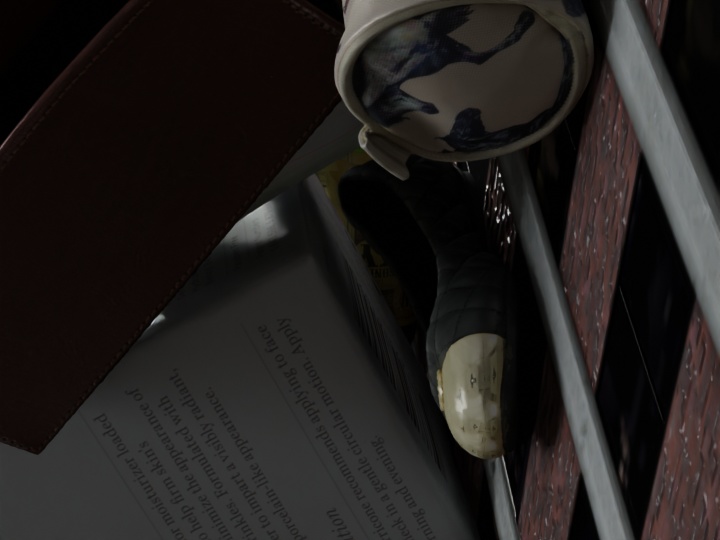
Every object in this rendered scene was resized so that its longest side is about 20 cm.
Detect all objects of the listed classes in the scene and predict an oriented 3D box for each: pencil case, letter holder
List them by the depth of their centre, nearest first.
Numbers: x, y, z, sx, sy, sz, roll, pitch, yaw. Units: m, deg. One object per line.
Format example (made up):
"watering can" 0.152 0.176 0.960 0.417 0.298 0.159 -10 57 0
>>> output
"pencil case" 0.024 -0.132 0.585 0.089 0.078 0.201 -39 46 43
"letter holder" -0.119 -0.057 0.620 0.200 0.142 0.101 -48 39 18

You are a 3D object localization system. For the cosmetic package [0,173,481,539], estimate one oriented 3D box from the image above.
"cosmetic package" -0.078 0.069 0.784 0.165 0.199 0.165 62 -174 -24

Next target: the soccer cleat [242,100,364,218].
"soccer cleat" -0.031 -0.061 0.712 0.077 0.200 0.070 2 -119 -54

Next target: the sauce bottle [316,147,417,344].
"sauce bottle" 0.000 0.000 0.913 0.065 0.064 0.201 -119 28 -77

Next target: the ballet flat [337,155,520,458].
"ballet flat" 0.028 0.013 0.684 0.200 0.057 0.067 -104 13 -64
